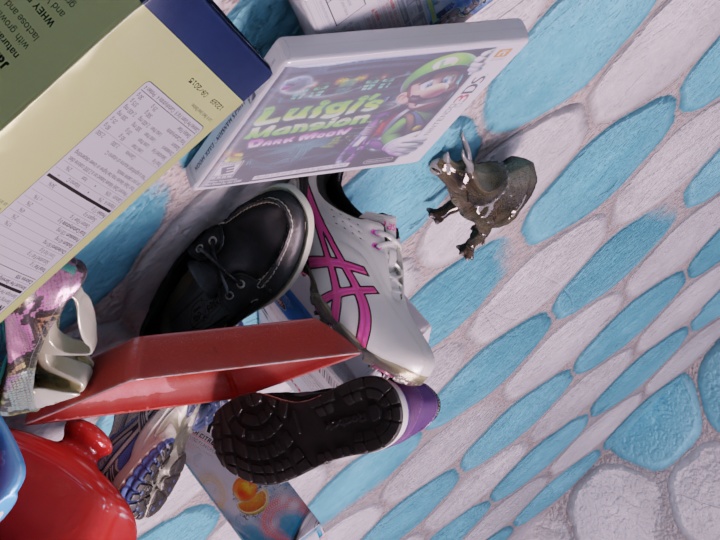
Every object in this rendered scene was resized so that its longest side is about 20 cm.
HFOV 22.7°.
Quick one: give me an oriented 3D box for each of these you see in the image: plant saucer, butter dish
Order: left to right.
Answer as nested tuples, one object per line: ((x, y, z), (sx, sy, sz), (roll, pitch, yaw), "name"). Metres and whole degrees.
((-0.249, 0.186, 1.422), (0.148, 0.199, 0.200), (-59, 167, -15), "butter dish")
((-0.133, 0.075, 1.371), (0.199, 0.037, 0.200), (-5, 170, -34), "plant saucer")

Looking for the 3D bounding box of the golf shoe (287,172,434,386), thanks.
((0.000, 0.000, 1.399), (0.092, 0.200, 0.073), (-44, 158, 15), "golf shoe")

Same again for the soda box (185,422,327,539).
((-0.113, 0.172, 1.573), (0.063, 0.200, 0.068), (-37, 161, -9), "soda box")

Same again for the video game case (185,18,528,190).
((-0.004, -0.116, 1.272), (0.199, 0.023, 0.182), (-9, 159, -31), "video game case")

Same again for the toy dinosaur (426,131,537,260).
((0.129, -0.072, 1.695), (0.102, 0.077, 0.200), (-43, 160, 31), "toy dinosaur")

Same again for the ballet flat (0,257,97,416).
((-0.222, 0.052, 1.268), (0.200, 0.071, 0.069), (110, -4, -53), "ballet flat")

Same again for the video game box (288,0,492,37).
((0.038, -0.213, 1.226), (0.182, 0.047, 0.200), (-36, 162, -2), "video game box")

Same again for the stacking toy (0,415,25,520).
((-0.329, 0.120, 1.214), (0.116, 0.110, 0.200), (-40, 151, 6), "stacking toy")

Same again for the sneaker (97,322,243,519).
((-0.171, 0.107, 1.522), (0.200, 0.085, 0.077), (-57, 157, -23), "sneaker")

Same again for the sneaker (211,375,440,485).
((-0.026, 0.129, 1.461), (0.199, 0.076, 0.087), (-11, 175, 33), "sneaker")

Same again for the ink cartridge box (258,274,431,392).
((-0.019, 0.059, 1.584), (0.086, 0.147, 0.200), (-35, 162, -15), "ink cartridge box")

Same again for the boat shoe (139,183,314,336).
((-0.111, 0.006, 1.394), (0.199, 0.075, 0.066), (-38, 170, 39), "boat shoe")

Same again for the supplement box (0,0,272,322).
((-0.186, -0.105, 0.777), (0.200, 0.200, 0.134), (-42, 162, 2), "supplement box")
